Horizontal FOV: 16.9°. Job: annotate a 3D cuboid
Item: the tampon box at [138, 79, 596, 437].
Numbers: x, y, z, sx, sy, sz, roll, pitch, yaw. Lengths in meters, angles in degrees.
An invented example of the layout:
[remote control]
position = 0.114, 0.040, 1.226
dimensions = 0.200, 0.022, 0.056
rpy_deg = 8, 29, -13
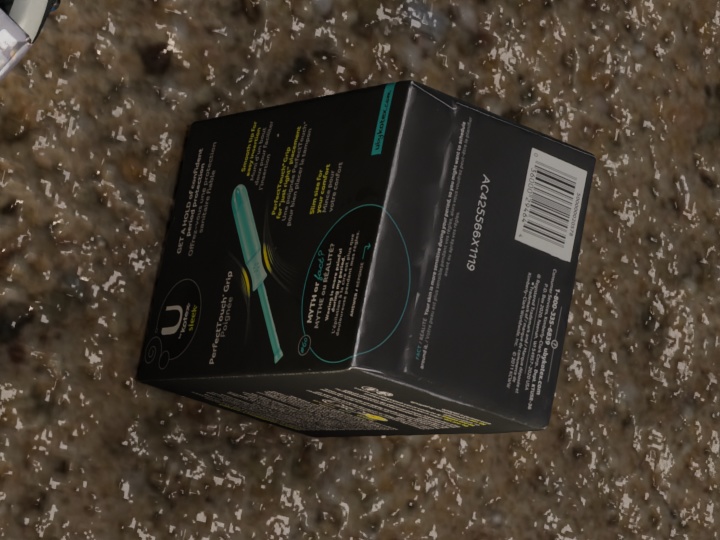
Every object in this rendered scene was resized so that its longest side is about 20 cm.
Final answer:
[tampon box]
position = 0.000, 0.000, 1.251
dimensions = 0.126, 0.200, 0.151
rpy_deg = 20, 75, -33

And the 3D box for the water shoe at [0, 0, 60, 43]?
[water shoe]
position = -0.143, -0.192, 1.245
dimensions = 0.079, 0.071, 0.201
rpy_deg = 23, 74, -37

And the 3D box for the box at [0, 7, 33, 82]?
[box]
position = -0.278, -0.116, 1.129
dimensions = 0.200, 0.049, 0.161
rpy_deg = 45, 78, -24
